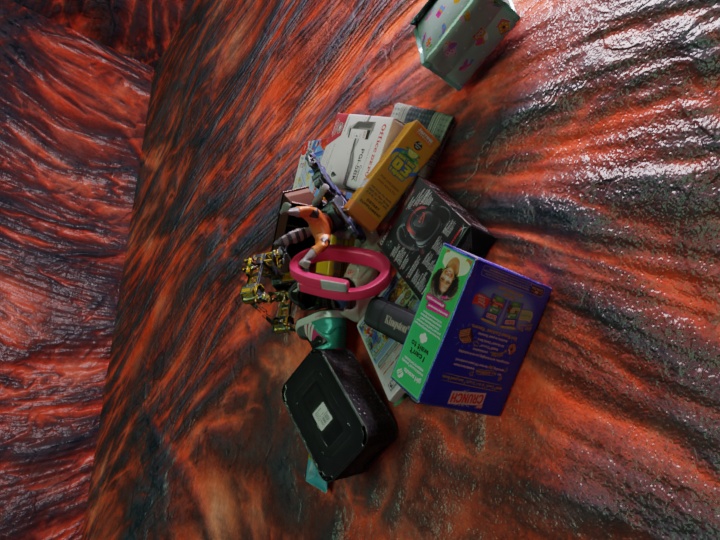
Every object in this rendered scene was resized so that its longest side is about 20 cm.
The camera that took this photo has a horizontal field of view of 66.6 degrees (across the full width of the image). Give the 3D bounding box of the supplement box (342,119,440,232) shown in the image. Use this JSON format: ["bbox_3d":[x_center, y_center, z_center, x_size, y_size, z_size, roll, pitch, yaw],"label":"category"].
[{"bbox_3d":[0.054,-0.168,0.978,0.202,0.066,0.069,-53,11,-3],"label":"supplement box"}]

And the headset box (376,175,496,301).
[{"bbox_3d":[0.120,-0.057,0.949,0.151,0.074,0.201,-58,39,19],"label":"headset box"}]

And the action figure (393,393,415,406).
[{"bbox_3d":[0.096,0.118,0.934,0.117,0.054,0.205,-35,44,43],"label":"action figure"}]

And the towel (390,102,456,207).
[{"bbox_3d":[0.093,-0.225,1.096,0.192,0.034,0.204,33,102,50],"label":"towel"}]

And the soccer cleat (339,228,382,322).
[{"bbox_3d":[0.000,0.000,1.088,0.069,0.076,0.206,-17,64,49],"label":"soccer cleat"}]

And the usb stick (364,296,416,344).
[{"bbox_3d":[0.065,0.088,0.890,0.199,0.032,0.057,21,83,60],"label":"usb stick"}]

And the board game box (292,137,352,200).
[{"bbox_3d":[-0.089,-0.209,1.307,0.194,0.055,0.206,8,84,54],"label":"board game box"}]

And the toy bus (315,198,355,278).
[{"bbox_3d":[-0.047,-0.051,1.163,0.064,0.077,0.206,-1,83,52],"label":"toy bus"}]

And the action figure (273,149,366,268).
[{"bbox_3d":[-0.087,-0.115,1.047,0.103,0.193,0.203,-28,93,37],"label":"action figure"}]

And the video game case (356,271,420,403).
[{"bbox_3d":[0.065,0.102,0.930,0.144,0.018,0.201,-54,32,17],"label":"video game case"}]

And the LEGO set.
[{"bbox_3d":[-0.161,0.042,1.199,0.113,0.202,0.156,-9,46,22],"label":"LEGO set"}]

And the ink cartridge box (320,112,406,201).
[{"bbox_3d":[0.011,-0.229,1.103,0.198,0.082,0.150,23,94,51],"label":"ink cartridge box"}]

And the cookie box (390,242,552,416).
[{"bbox_3d":[0.156,0.088,0.767,0.075,0.168,0.205,30,101,55],"label":"cookie box"}]

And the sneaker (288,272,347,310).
[{"bbox_3d":[-0.097,0.041,1.076,0.198,0.081,0.073,1,89,60],"label":"sneaker"}]

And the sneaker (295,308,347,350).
[{"bbox_3d":[-0.082,0.158,1.142,0.199,0.082,0.124,149,122,-60],"label":"sneaker"}]

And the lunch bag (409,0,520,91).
[{"bbox_3d":[0.180,-0.464,0.990,0.170,0.120,0.204,-44,37,38],"label":"lunch bag"}]

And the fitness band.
[{"bbox_3d":[-0.037,0.001,1.008,0.195,0.143,0.038,11,121,26],"label":"fitness band"}]

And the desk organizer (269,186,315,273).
[{"bbox_3d":[-0.147,-0.084,1.258,0.077,0.071,0.203,49,139,28],"label":"desk organizer"}]

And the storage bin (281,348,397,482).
[{"bbox_3d":[-0.042,0.256,0.991,0.136,0.093,0.202,-50,55,22],"label":"storage bin"}]

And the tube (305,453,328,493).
[{"bbox_3d":[-0.074,0.328,1.095,0.077,0.049,0.206,-1,80,58],"label":"tube"}]
